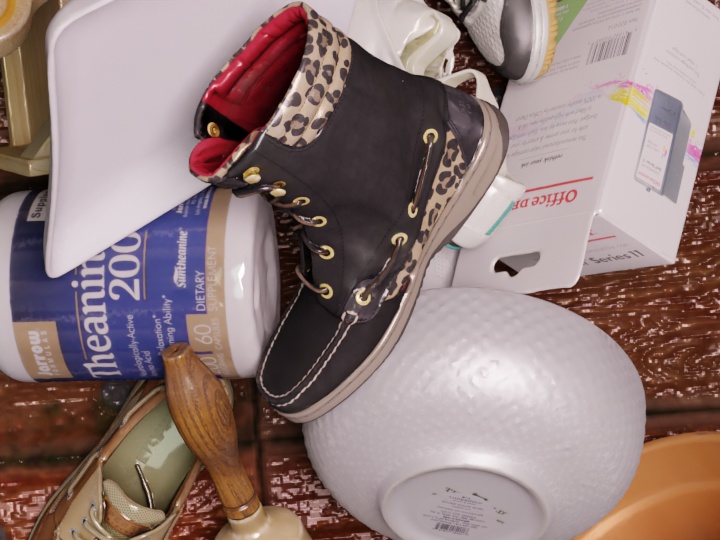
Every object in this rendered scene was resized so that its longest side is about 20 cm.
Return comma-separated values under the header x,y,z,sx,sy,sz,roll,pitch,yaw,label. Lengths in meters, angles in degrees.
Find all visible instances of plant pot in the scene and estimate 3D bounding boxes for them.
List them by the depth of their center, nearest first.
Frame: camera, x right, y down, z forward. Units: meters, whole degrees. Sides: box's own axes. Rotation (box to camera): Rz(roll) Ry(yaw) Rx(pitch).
x,y,z,sx,sy,sz,roll,pitch,yaw,label
0.195,0.213,0.907,0.200,0.200,0.140,-39,112,-5,plant pot

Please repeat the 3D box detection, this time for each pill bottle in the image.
x,y,z,sx,sy,sz,roll,pitch,yaw,label
-0.151,0.008,0.878,0.200,0.111,0.111,-2,92,6,pill bottle

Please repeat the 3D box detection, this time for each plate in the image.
x,y,z,sx,sy,sz,roll,pitch,yaw,label
-0.082,-0.104,0.764,0.200,0.200,0.032,-35,70,-29,plate

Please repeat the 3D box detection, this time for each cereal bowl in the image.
x,y,z,sx,sy,sz,roll,pitch,yaw,label
0.063,0.104,0.873,0.200,0.200,0.083,14,47,-8,cereal bowl

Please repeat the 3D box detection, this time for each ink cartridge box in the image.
x,y,z,sx,sy,sz,roll,pitch,yaw,label
0.132,-0.063,0.887,0.067,0.117,0.200,29,68,-30,ink cartridge box

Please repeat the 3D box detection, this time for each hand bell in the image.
x,y,z,sx,sy,sz,roll,pitch,yaw,label
-0.069,0.125,0.866,0.104,0.104,0.200,-22,119,-6,hand bell

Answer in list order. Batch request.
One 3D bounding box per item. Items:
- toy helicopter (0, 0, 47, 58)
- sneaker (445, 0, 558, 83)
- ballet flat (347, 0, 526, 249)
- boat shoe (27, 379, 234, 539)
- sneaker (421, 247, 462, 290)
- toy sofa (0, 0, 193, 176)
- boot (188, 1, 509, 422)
x,y,z,sx,sy,sz,roll,pitch,yaw,label
-0.134,-0.178,0.745,0.132,0.079,0.200,41,66,7,toy helicopter
0.046,-0.194,0.908,0.088,0.076,0.200,-15,73,-26,sneaker
0.039,-0.107,0.881,0.069,0.069,0.200,-22,69,-6,ballet flat
-0.143,0.138,0.909,0.076,0.074,0.200,28,88,-7,boat shoe
0.000,0.000,0.919,0.116,0.074,0.200,-39,104,-6,sneaker
-0.158,-0.153,0.837,0.098,0.083,0.200,-11,104,-30,toy sofa
-0.027,-0.028,0.781,0.151,0.073,0.200,28,101,-42,boot
